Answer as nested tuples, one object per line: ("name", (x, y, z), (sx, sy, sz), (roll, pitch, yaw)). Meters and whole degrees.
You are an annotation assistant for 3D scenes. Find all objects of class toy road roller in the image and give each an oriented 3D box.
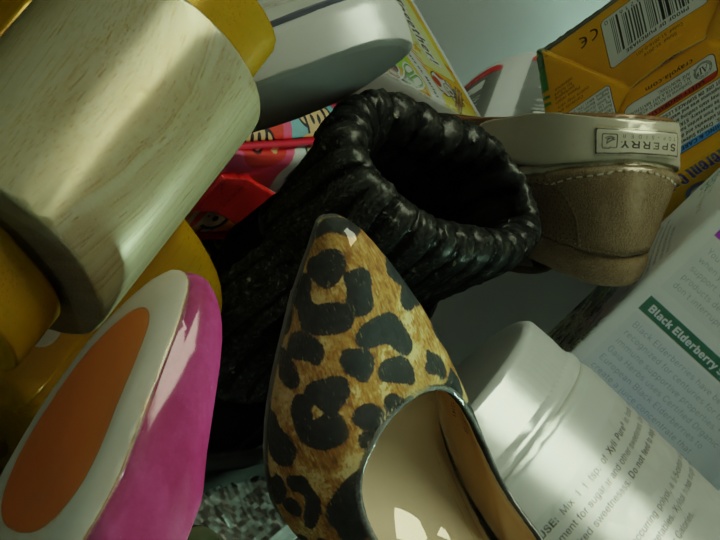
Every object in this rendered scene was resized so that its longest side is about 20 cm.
("toy road roller", (-0.092, -0.005, 0.770), (0.146, 0.200, 0.123), (49, 62, -25))

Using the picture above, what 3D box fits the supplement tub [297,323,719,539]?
("supplement tub", (0.085, 0.130, 0.889), (0.200, 0.132, 0.132), (45, 23, -4))

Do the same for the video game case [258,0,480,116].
("video game case", (-0.044, -0.152, 1.099), (0.182, 0.023, 0.200), (25, 29, -49))

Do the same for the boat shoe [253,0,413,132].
("boat shoe", (-0.078, -0.071, 0.873), (0.072, 0.200, 0.066), (-3, 78, -59))

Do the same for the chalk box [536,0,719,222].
("chalk box", (0.185, -0.030, 1.082), (0.200, 0.125, 0.124), (38, 31, -32))

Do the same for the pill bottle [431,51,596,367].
("pill bottle", (0.076, -0.015, 1.156), (0.114, 0.114, 0.200), (42, 24, -8))

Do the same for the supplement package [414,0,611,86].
("supplement package", (0.053, -0.178, 1.273), (0.156, 0.200, 0.111), (40, 23, -11))

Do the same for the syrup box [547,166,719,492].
("syrup box", (0.103, 0.052, 0.979), (0.081, 0.200, 0.079), (43, 23, -4))

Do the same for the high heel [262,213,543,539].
("high heel", (0.047, 0.082, 0.739), (0.143, 0.200, 0.071), (14, 34, 42))

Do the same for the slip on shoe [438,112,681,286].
("slip on shoe", (0.057, -0.029, 0.993), (0.076, 0.061, 0.200), (1, 3, -27))

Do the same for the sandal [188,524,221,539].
("sandal", (-0.023, 0.135, 0.738), (0.201, 0.057, 0.080), (-127, -152, -67))

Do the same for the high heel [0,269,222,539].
("high heel", (-0.054, 0.105, 0.672), (0.096, 0.200, 0.067), (25, -15, -28))

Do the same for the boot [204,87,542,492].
("boot", (0.001, 0.002, 0.943), (0.079, 0.158, 0.211), (48, 24, 6))

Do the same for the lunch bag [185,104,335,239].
("lunch bag", (-0.066, -0.079, 1.061), (0.176, 0.082, 0.200), (54, 24, 17))
